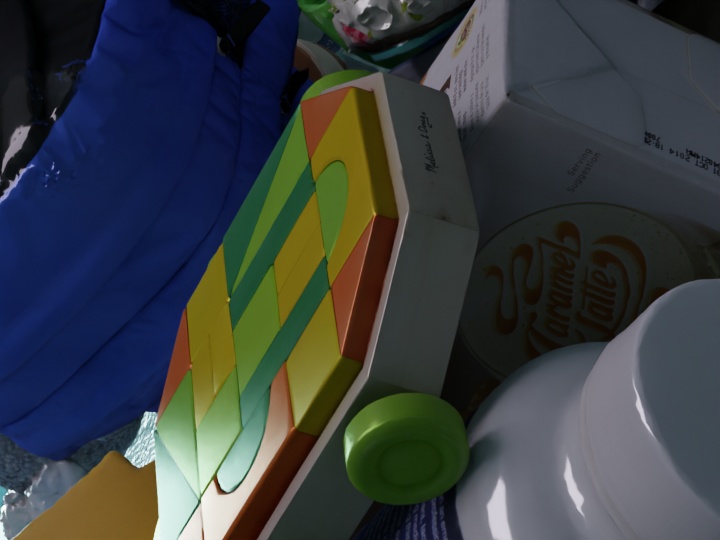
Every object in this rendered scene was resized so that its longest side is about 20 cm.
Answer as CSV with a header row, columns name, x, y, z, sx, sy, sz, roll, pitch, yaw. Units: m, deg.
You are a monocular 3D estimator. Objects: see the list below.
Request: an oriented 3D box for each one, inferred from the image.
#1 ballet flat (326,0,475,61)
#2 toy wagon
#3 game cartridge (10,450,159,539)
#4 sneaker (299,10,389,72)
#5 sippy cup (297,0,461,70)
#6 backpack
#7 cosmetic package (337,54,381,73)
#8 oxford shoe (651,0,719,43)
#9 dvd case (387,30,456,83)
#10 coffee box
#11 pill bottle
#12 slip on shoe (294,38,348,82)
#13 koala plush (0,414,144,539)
name,x,y,z,sx,sy,sz,roll,pitch,yaw
ballet flat,0.052,-0.138,0.937,0.076,0.064,0.200,-20,9,38
toy wagon,-0.024,0.040,0.726,0.200,0.039,0.155,-58,25,32
game cartridge,-0.098,0.182,0.894,0.200,0.176,0.032,-42,-29,-14
sneaker,0.004,-0.169,1.294,0.075,0.088,0.200,-59,16,30
sippy cup,0.040,-0.180,1.134,0.130,0.139,0.178,-39,51,41
backpack,-0.088,-0.031,0.904,0.163,0.168,0.200,-47,19,25
cosmetic package,-0.017,0.014,1.131,0.200,0.071,0.101,-62,17,16
oxford shoe,0.075,-0.050,0.907,0.200,0.075,0.071,-47,25,51
dvd case,0.101,-0.114,0.873,0.143,0.018,0.200,-32,4,-21
coffee box,0.046,0.010,0.799,0.200,0.114,0.080,-54,21,37
pill bottle,0.060,0.090,0.693,0.200,0.111,0.111,-51,22,46
slip on shoe,0.000,0.000,1.015,0.076,0.061,0.200,-29,74,18
koala plush,-0.141,0.037,1.139,0.200,0.183,0.178,104,157,-50
